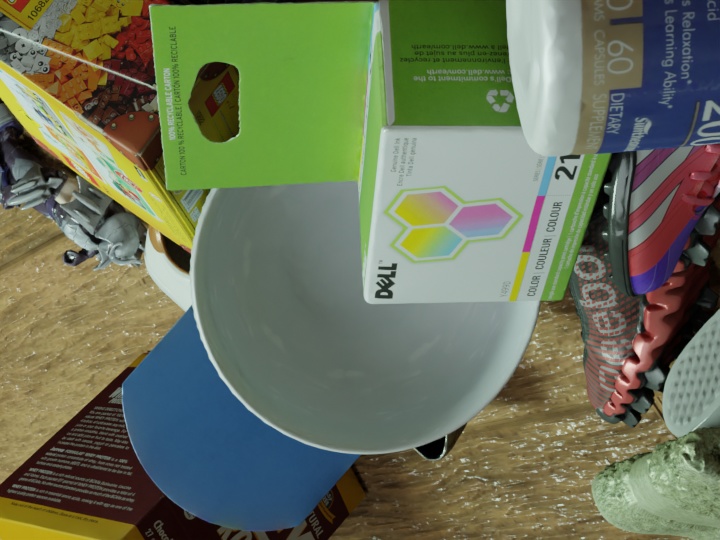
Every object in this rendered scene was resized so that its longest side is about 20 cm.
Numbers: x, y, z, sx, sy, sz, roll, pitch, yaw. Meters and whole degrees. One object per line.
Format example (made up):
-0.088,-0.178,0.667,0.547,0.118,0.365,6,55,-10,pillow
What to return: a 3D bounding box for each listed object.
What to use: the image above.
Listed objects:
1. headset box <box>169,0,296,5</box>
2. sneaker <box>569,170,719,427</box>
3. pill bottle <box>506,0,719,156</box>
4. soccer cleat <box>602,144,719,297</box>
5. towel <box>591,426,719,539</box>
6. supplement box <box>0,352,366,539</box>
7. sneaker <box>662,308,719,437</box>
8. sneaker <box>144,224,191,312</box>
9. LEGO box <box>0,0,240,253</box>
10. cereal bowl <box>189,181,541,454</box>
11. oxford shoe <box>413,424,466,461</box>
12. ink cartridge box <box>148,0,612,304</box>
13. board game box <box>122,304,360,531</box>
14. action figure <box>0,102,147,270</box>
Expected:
-0.107,-0.235,0.834,0.173,0.093,0.201,32,144,18,headset box
0.140,-0.002,0.832,0.097,0.071,0.202,29,140,22,sneaker
0.158,-0.106,0.601,0.197,0.112,0.112,-5,133,0,pill bottle
0.155,-0.079,0.697,0.072,0.068,0.203,13,109,15,soccer cleat
0.230,0.122,0.795,0.198,0.037,0.148,14,161,-9,towel
-0.144,0.178,1.195,0.196,0.200,0.134,0,125,46,supplement box
0.244,0.029,0.762,0.104,0.076,0.201,23,131,-16,sneaker
-0.074,0.026,1.072,0.199,0.073,0.085,38,155,13,sneaker
-0.137,-0.099,0.891,0.148,0.077,0.200,35,170,14,LEGO box
0.000,0.000,0.901,0.201,0.199,0.083,52,178,-10,cereal bowl
0.014,0.029,0.974,0.070,0.075,0.201,-27,111,25,oxford shoe
0.005,-0.051,0.730,0.197,0.077,0.148,-2,149,-4,ink cartridge box
-0.059,0.070,1.030,0.158,0.200,0.039,43,175,-21,board game box
-0.228,-0.053,1.160,0.199,0.069,0.131,33,162,31,action figure
